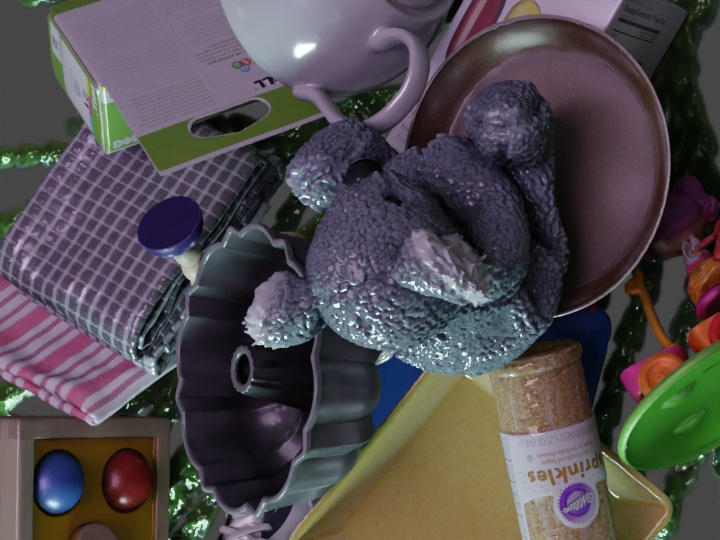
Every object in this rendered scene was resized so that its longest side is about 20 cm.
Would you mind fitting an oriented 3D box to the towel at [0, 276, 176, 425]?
[{"bbox_3d":[-0.234,0.043,1.592,0.199,0.146,0.030,25,138,30],"label":"towel"}]

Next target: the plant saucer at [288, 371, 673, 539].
[{"bbox_3d":[0.084,0.176,1.390,0.200,0.048,0.200,39,96,-3],"label":"plant saucer"}]

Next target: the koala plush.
[{"bbox_3d":[0.032,-0.006,1.209,0.177,0.200,0.185,-12,97,24],"label":"koala plush"}]

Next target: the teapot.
[{"bbox_3d":[0.002,-0.217,1.369,0.146,0.197,0.201,-11,112,42],"label":"teapot"}]

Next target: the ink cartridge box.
[{"bbox_3d":[-0.132,-0.136,1.498,0.200,0.147,0.076,54,155,34],"label":"ink cartridge box"}]

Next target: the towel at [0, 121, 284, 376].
[{"bbox_3d":[-0.174,-0.041,1.550,0.165,0.086,0.200,27,78,30],"label":"towel"}]

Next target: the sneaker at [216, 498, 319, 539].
[{"bbox_3d":[-0.093,0.220,1.501,0.079,0.129,0.200,1,89,31],"label":"sneaker"}]

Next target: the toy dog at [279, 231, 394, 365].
[{"bbox_3d":[0.000,0.000,1.446,0.200,0.096,0.133,-1,90,54],"label":"toy dog"}]

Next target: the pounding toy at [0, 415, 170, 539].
[{"bbox_3d":[-0.218,0.217,1.564,0.142,0.184,0.201,-3,85,42],"label":"pounding toy"}]

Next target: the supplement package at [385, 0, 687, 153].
[{"bbox_3d":[0.121,-0.131,1.393,0.114,0.109,0.201,36,107,27],"label":"supplement package"}]

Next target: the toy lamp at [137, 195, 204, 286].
[{"bbox_3d":[-0.106,0.029,1.487,0.058,0.200,0.058,-14,46,16],"label":"toy lamp"}]

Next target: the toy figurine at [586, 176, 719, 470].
[{"bbox_3d":[0.216,0.004,1.333,0.200,0.150,0.184,-33,60,4],"label":"toy figurine"}]

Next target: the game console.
[{"bbox_3d":[0.079,0.098,1.464,0.170,0.118,0.201,14,97,0],"label":"game console"}]

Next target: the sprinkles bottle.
[{"bbox_3d":[0.135,0.150,1.327,0.068,0.068,0.201,-9,96,31],"label":"sprinkles bottle"}]

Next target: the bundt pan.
[{"bbox_3d":[-0.051,0.070,1.363,0.202,0.075,0.203,-9,79,57],"label":"bundt pan"}]

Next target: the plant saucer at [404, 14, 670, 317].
[{"bbox_3d":[0.120,-0.068,1.305,0.199,0.032,0.201,0,90,34],"label":"plant saucer"}]
